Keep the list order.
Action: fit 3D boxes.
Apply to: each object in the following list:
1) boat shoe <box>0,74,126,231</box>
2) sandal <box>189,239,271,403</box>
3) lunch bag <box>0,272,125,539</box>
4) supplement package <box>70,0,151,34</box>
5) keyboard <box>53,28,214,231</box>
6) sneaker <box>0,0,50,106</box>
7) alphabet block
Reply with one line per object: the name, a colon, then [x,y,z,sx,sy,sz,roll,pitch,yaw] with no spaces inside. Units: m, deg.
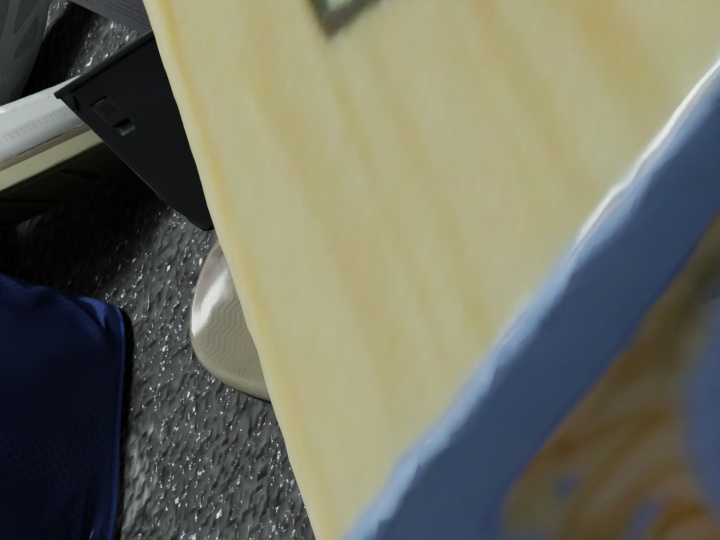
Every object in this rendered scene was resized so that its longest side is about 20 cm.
boat shoe: [-0.168,-0.041,0.978,0.199,0.075,0.069,-22,82,16]
sandal: [0.000,0.000,0.767,0.200,0.054,0.081,4,75,59]
lunch bag: [-0.190,0.076,0.950,0.200,0.132,0.136,-37,42,41]
supplement package: [-0.024,-0.163,0.843,0.200,0.119,0.122,-22,51,52]
keyboard: [-0.035,-0.081,0.816,0.200,0.127,0.021,-24,27,50]
sneaker: [-0.161,-0.040,1.056,0.201,0.075,0.115,-63,38,26]
alphabet block: [0.095,-0.046,0.507,0.197,0.195,0.200,-51,33,24]
